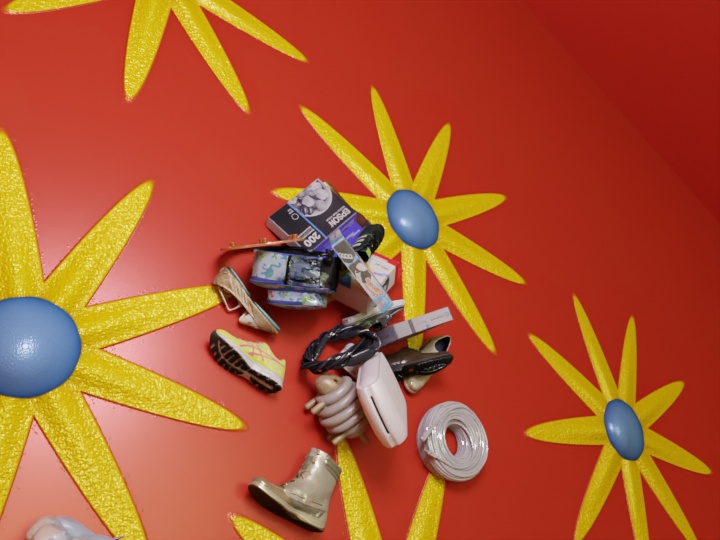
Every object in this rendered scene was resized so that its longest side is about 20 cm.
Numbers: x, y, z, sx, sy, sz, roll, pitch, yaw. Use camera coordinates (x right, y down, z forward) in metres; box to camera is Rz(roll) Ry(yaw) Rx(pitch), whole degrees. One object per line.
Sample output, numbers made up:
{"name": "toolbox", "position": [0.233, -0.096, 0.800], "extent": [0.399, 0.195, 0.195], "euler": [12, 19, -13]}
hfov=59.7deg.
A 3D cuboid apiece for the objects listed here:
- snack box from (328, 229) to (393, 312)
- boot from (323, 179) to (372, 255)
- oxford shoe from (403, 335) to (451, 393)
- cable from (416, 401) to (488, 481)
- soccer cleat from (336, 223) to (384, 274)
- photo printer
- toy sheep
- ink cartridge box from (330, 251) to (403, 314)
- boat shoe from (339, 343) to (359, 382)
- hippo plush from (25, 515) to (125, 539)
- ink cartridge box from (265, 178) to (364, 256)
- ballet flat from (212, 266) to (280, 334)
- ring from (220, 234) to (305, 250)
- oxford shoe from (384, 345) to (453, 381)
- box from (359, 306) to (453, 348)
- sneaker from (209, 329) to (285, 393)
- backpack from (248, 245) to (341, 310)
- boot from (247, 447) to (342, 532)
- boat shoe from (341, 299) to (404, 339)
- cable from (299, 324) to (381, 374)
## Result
{"name": "snack box", "position": [0.000, 0.000, 1.475], "extent": [0.037, 0.116, 0.201], "euler": [-37, 105, 3]}
{"name": "boot", "position": [-0.077, -0.132, 1.685], "extent": [0.200, 0.068, 0.188], "euler": [44, 59, -3]}
{"name": "oxford shoe", "position": [0.179, 0.241, 1.673], "extent": [0.071, 0.074, 0.200], "euler": [43, 51, -10]}
{"name": "cable", "position": [0.238, 0.443, 1.621], "extent": [0.200, 0.069, 0.200], "euler": [47, 49, -8]}
{"name": "soccer cleat", "position": [0.010, -0.053, 1.608], "extent": [0.200, 0.081, 0.068], "euler": [-43, 116, -32]}
{"name": "photo printer", "position": [0.050, 0.293, 1.422], "extent": [0.200, 0.069, 0.168], "euler": [-74, 140, -76]}
{"name": "toy sheep", "position": [-0.041, 0.323, 1.449], "extent": [0.138, 0.137, 0.201], "euler": [-43, 108, -40]}
{"name": "ink cartridge box", "position": [0.023, 0.013, 1.647], "extent": [0.115, 0.068, 0.200], "euler": [24, 46, 22]}
{"name": "boat shoe", "position": [0.011, 0.275, 1.555], "extent": [0.067, 0.074, 0.200], "euler": [-40, 95, -12]}
{"name": "hippo plush", "position": [-0.496, 0.516, 1.049], "extent": [0.162, 0.158, 0.200], "euler": [-68, 154, -18]}
{"name": "ink cartridge box", "position": [-0.106, -0.116, 1.622], "extent": [0.200, 0.043, 0.198], "euler": [42, 58, 8]}
{"name": "ballet flat", "position": [-0.270, 0.084, 1.454], "extent": [0.065, 0.071, 0.200], "euler": [-40, 91, -13]}
{"name": "ring", "position": [-0.227, -0.067, 1.462], "extent": [0.199, 0.200, 0.019], "euler": [-9, 94, -37]}
{"name": "oxford shoe", "position": [0.140, 0.226, 1.616], "extent": [0.198, 0.073, 0.085], "euler": [-7, 47, -7]}
{"name": "box", "position": [0.118, 0.155, 1.621], "extent": [0.199, 0.156, 0.042], "euler": [-15, 79, -39]}
{"name": "sneaker", "position": [-0.250, 0.189, 1.407], "extent": [0.200, 0.078, 0.091], "euler": [41, 42, -19]}
{"name": "backpack", "position": [-0.157, 0.016, 1.467], "extent": [0.198, 0.183, 0.149], "euler": [9, 87, 5]}
{"name": "boot", "position": [-0.136, 0.451, 1.352], "extent": [0.200, 0.072, 0.156], "euler": [38, 52, -20]}
{"name": "boat shoe", "position": [0.043, 0.129, 1.640], "extent": [0.199, 0.070, 0.067], "euler": [-17, 85, -39]}
{"name": "cable", "position": [-0.058, 0.181, 1.486], "extent": [0.198, 0.163, 0.051], "euler": [-23, 118, -17]}
